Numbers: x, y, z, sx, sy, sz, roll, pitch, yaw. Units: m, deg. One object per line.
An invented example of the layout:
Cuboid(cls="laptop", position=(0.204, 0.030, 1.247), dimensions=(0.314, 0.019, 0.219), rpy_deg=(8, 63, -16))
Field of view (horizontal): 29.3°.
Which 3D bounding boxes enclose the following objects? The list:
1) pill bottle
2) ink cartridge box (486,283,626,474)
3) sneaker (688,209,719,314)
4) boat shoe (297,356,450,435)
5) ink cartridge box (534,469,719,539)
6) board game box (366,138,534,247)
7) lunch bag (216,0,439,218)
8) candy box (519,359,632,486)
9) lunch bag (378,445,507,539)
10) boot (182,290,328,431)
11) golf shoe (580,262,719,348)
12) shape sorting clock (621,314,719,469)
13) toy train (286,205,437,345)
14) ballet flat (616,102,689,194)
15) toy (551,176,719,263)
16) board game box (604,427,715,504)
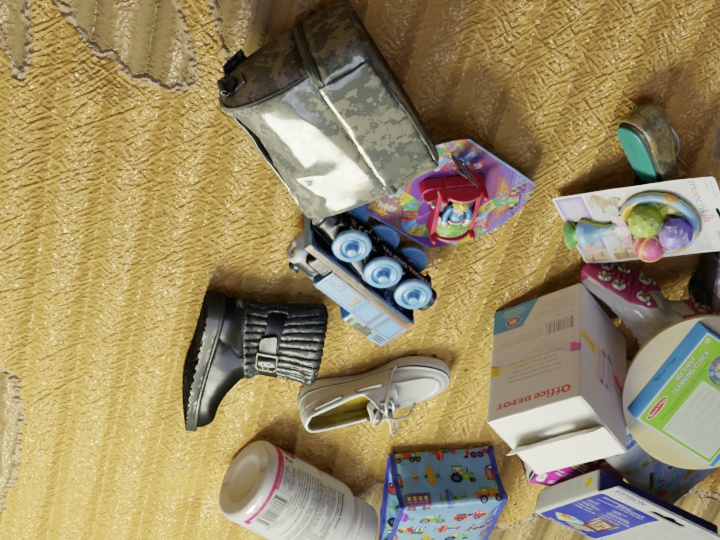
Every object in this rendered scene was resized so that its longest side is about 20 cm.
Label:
Cuboid(cls="pill bottle", position=(-0.080, 0.317, 1.837), dimensions=(0.200, 0.114, 0.113), rpy_deg=(33, 116, -29))
Cuboid(cls="ink cartridge box", position=(0.241, 0.144, 1.679), dimensions=(0.128, 0.201, 0.125), rpy_deg=(-20, 132, 30))
Cuboid(cls="sneaker", position=(0.463, 0.003, 1.706), dimensions=(0.087, 0.075, 0.201), rpy_deg=(-6, 130, -12))
Cuboid(cls="boat shoe", position=(0.021, 0.170, 1.754), dimensions=(0.201, 0.086, 0.075), rpy_deg=(-10, 129, -1))
Cuboid(cls="ink cartridge box", position=(0.365, 0.323, 1.818), dimensions=(0.197, 0.047, 0.200), rpy_deg=(27, 150, -16))
Cuboid(cls="board game box", position=(0.105, -0.070, 1.572), dimensions=(0.158, 0.039, 0.200), rpy_deg=(-33, 142, 27))
Cuboid(cls="lunch bag", position=(-0.037, -0.162, 1.451), dimensions=(0.167, 0.140, 0.200), rpy_deg=(-31, 128, 7))
Cuboid(cls="candy box", position=(0.319, 0.209, 1.846), dimensions=(0.136, 0.061, 0.201), rpy_deg=(13, 124, -20))
Cuboid(cls="lunch bag", position=(0.108, 0.343, 1.912), dimensions=(0.150, 0.094, 0.201), rpy_deg=(-3, 137, -10))
Cuboid(cls="boot", position=(-0.132, 0.122, 1.698), dimensions=(0.157, 0.080, 0.212), rpy_deg=(9, 125, -16))
Cuboid(cls="golf shoe", position=(0.352, 0.062, 1.689), dimensions=(0.199, 0.075, 0.092), rpy_deg=(30, 125, 13))
Cuboid(cls="shape sorting clock", position=(0.411, 0.146, 1.645), dimensions=(0.199, 0.039, 0.201), rpy_deg=(-2, 112, -4))
Cuboid(cls="toy train", position=(0.000, 0.000, 1.623), dimensions=(0.114, 0.087, 0.200), rpy_deg=(-36, 125, 26))
Cuboid(cls="ballet flat", position=(0.351, -0.113, 1.605), dimensions=(0.070, 0.071, 0.200), rpy_deg=(-20, 130, 7))
Cuboid(cls="toy", position=(0.329, -0.044, 1.602), dimensions=(0.199, 0.047, 0.115), rpy_deg=(-3, 135, 36))
Cuboid(cls="board game box", position=(0.417, 0.204, 1.794), dimensions=(0.200, 0.041, 0.200), rpy_deg=(-41, 131, 5))
